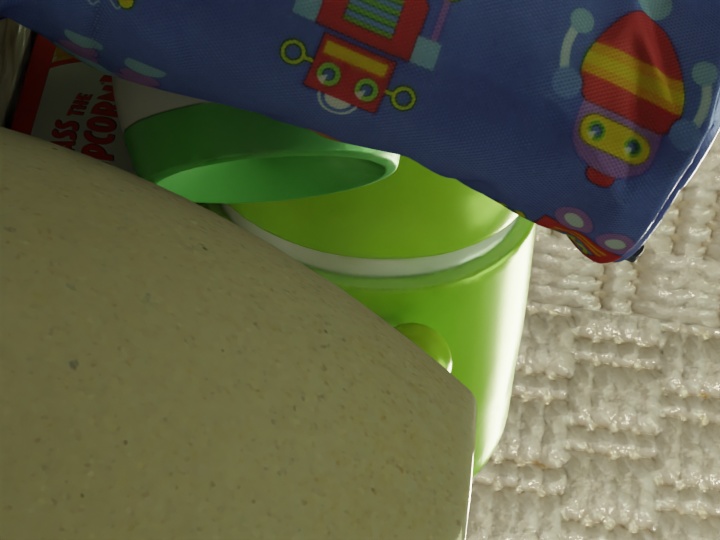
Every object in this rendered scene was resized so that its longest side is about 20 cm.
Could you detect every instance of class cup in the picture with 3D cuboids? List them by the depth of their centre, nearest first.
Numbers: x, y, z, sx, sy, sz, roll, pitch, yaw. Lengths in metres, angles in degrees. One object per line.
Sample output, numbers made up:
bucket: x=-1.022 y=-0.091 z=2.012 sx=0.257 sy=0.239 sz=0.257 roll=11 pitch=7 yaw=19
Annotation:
cup: x=-0.048 y=0.071 z=0.629 sx=0.200 sy=0.142 sz=0.202 roll=8 pitch=90 yaw=-89

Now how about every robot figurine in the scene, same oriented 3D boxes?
robot figurine: x=0.000 y=0.000 z=0.887 sx=0.176 sy=0.115 sz=0.201 roll=-93 pitch=-173 yaw=-53

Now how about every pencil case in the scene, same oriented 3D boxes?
pencil case: x=-0.004 y=-0.067 z=0.653 sx=0.087 sy=0.199 sz=0.079 roll=-119 pitch=-131 yaw=-75

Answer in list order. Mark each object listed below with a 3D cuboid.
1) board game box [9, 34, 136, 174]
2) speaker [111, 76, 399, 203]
board game box: x=-0.080 y=-0.023 z=0.840 sx=0.152 sy=0.046 sz=0.201 roll=96 pitch=2 yaw=-45
speaker: x=-0.033 y=-0.124 z=0.739 sx=0.088 sy=0.088 sz=0.202 roll=92 pitch=-6 yaw=-82
